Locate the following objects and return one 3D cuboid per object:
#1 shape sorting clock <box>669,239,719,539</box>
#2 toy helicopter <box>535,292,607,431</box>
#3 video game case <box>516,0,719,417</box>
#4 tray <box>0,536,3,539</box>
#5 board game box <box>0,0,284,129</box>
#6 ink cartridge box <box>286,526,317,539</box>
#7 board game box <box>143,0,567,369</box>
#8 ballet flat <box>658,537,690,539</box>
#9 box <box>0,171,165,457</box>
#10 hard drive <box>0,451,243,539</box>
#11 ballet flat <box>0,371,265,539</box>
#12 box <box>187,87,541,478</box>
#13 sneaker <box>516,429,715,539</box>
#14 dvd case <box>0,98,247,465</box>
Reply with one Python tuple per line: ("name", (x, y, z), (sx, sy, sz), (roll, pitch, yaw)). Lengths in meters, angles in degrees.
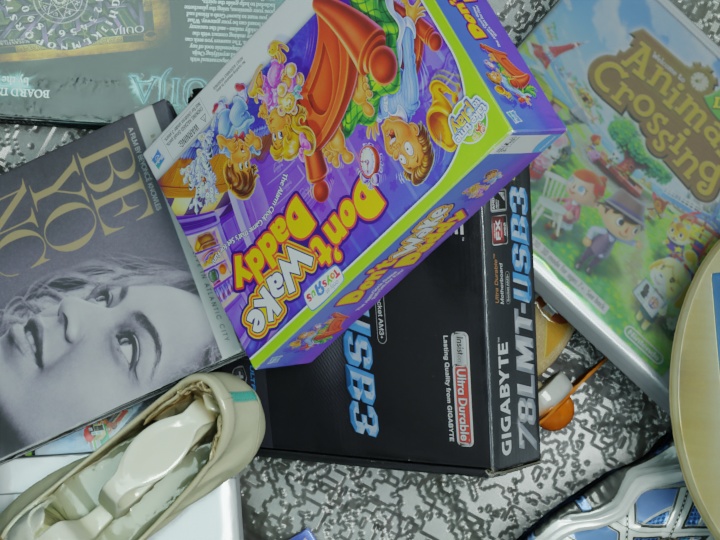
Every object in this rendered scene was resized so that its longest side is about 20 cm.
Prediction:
("shape sorting clock", (0.231, 0.066, 1.140), (0.199, 0.039, 0.201), (8, 77, -38))
("toy helicopter", (0.112, 0.025, 1.175), (0.199, 0.079, 0.133), (-12, 79, -13))
("video game case", (0.154, -0.049, 1.163), (0.200, 0.022, 0.182), (42, 66, -2))
("tray", (-0.158, 0.236, 1.067), (0.099, 0.037, 0.200), (-41, 88, 0))
("board game box", (-0.138, -0.145, 1.210), (0.199, 0.028, 0.136), (4, 86, 0))
("ink cartridge box", (-0.081, 0.243, 1.179), (0.200, 0.042, 0.120), (-33, 87, -3))
("board game box", (-0.009, -0.063, 1.057), (0.200, 0.045, 0.135), (-43, 67, 34))
("ballet flat", (0.217, 0.205, 1.154), (0.199, 0.068, 0.075), (27, 129, -20))
("box", (-0.148, 0.045, 1.194), (0.109, 0.035, 0.201), (-3, 86, 1))
("hard drive", (-0.125, 0.196, 1.149), (0.131, 0.027, 0.201), (-4, 87, 3))
("ballet flat", (-0.135, 0.123, 1.108), (0.200, 0.069, 0.070), (-42, 87, 1))
("box", (0.000, 0.000, 1.118), (0.198, 0.050, 0.201), (2, 97, 43))
("sneaker", (0.155, 0.140, 1.162), (0.199, 0.076, 0.077), (-31, 86, -2))
("dvd case", (-0.167, 0.014, 1.153), (0.199, 0.016, 0.149), (-24, 72, 7))
